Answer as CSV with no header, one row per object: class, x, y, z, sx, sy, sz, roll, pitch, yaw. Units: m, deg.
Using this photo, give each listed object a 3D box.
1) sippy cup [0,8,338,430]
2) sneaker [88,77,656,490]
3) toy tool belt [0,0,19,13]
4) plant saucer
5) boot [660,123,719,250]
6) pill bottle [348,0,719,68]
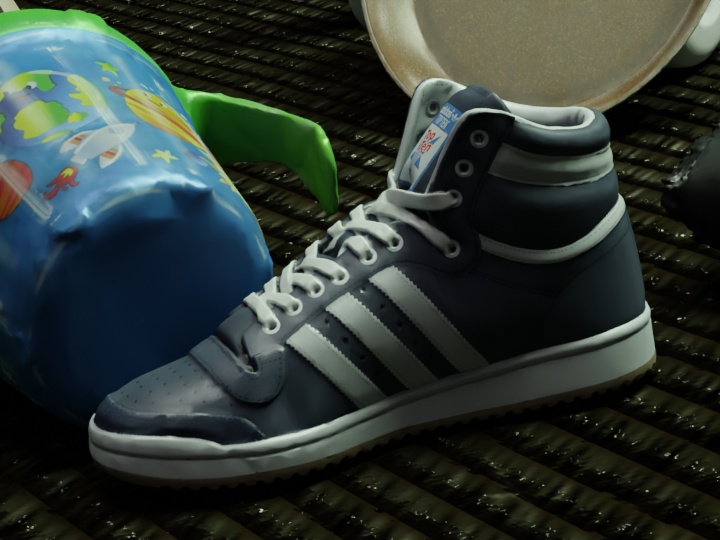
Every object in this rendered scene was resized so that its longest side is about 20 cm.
sippy cup,-0.099,-0.010,0.772,0.178,0.140,0.130,-50,39,-2
sneaker,0.000,0.000,0.713,0.198,0.110,0.070,-13,19,-14
toy tool belt,-0.178,-0.082,1.000,0.124,0.124,0.200,-15,20,-21
plant saucer,0.093,-0.160,1.068,0.199,0.202,0.032,4,-12,30
boot,0.177,-0.018,0.753,0.197,0.074,0.162,-15,21,-41
pill bottle,0.092,-0.165,1.153,0.198,0.112,0.111,4,22,30
